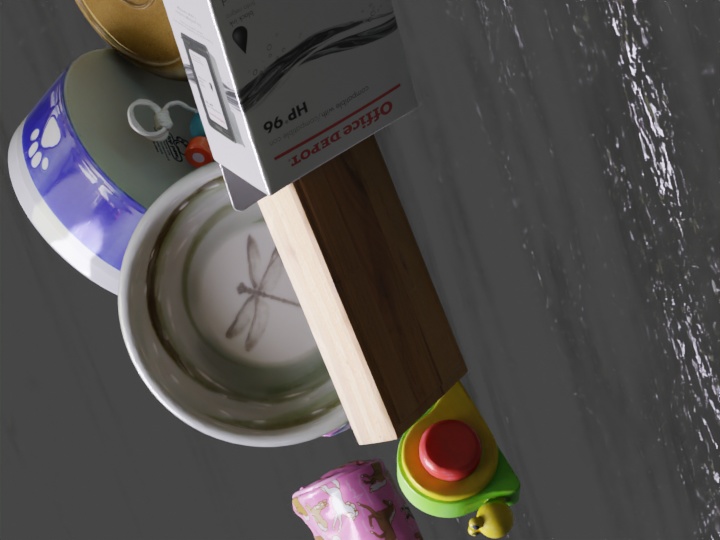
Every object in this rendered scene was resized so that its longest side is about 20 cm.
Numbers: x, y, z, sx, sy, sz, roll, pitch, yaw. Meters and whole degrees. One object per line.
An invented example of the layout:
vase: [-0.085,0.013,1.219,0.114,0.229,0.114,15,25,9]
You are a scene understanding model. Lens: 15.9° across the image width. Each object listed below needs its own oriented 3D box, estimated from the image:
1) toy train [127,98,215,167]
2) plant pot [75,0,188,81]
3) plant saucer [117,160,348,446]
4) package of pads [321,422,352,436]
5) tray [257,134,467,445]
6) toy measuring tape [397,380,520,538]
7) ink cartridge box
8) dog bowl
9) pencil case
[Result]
toy train: [-0.082,-0.049,1.845,0.056,0.150,0.200,-34,74,39]
plant pot: [-0.162,-0.223,1.864,0.200,0.027,0.200,32,139,32]
plant saucer: [-0.063,0.018,1.756,0.050,0.200,0.200,-53,-61,-81]
package of pads: [-0.052,0.053,2.005,0.121,0.076,0.200,70,166,-12]
tray: [0.000,0.000,1.656,0.037,0.099,0.200,-12,108,36]
toy measuring tape: [0.040,0.100,1.743,0.200,0.074,0.074,59,166,23]
ink cartridge box: [-0.039,-0.128,1.512,0.068,0.116,0.200,34,149,48]
dog bowl: [-0.158,-0.069,1.922,0.079,0.200,0.200,-48,60,31]
pencil case: [0.021,0.251,2.074,0.200,0.083,0.087,63,166,3]
